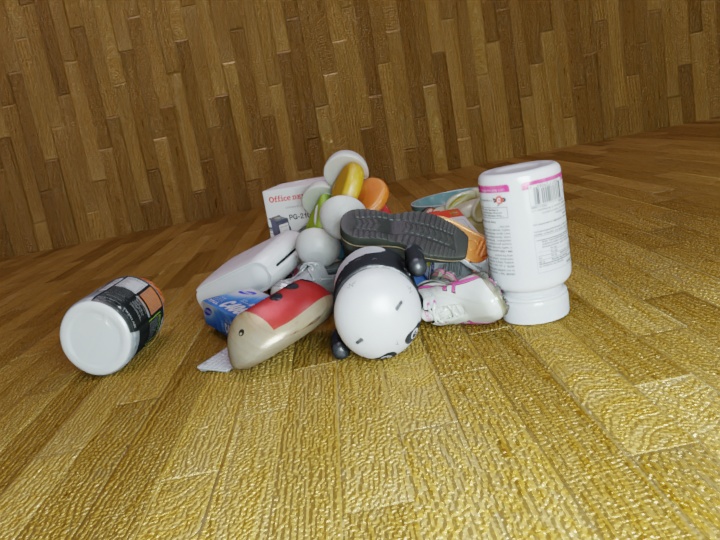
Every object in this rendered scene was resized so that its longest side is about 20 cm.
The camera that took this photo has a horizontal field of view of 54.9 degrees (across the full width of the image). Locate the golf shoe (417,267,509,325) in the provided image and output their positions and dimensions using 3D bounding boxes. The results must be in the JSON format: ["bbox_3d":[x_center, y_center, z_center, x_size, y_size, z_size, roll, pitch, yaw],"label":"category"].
[{"bbox_3d":[0.133,0.051,0.973,0.091,0.074,0.199,-36,14,-18],"label":"golf shoe"}]

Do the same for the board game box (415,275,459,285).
[{"bbox_3d":[0.092,0.027,1.163,0.196,0.040,0.156,-19,25,-33],"label":"board game box"}]

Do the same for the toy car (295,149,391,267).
[{"bbox_3d":[-0.023,-0.096,1.239,0.200,0.147,0.178,-46,30,40],"label":"toy car"}]

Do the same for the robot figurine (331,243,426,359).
[{"bbox_3d":[0.023,0.041,0.954,0.121,0.155,0.200,3,16,-2],"label":"robot figurine"}]

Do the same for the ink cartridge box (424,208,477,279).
[{"bbox_3d":[0.132,-0.062,1.182,0.106,0.051,0.202,-10,39,-16],"label":"ink cartridge box"}]

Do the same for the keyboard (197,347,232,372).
[{"bbox_3d":[-0.172,0.114,1.072,0.055,0.011,0.199,-5,14,26],"label":"keyboard"}]

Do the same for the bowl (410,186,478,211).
[{"bbox_3d":[0.212,-0.111,1.514,0.195,0.108,0.201,-10,11,2],"label":"bowl"}]

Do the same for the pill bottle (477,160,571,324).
[{"bbox_3d":[0.227,-0.038,0.945,0.110,0.206,0.114,-9,12,2],"label":"pill bottle"}]

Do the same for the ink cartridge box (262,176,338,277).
[{"bbox_3d":[-0.109,-0.080,1.430,0.141,0.206,0.084,-4,13,27],"label":"ink cartridge box"}]

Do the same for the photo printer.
[{"bbox_3d":[-0.201,-0.002,1.330,0.197,0.071,0.167,-23,15,31],"label":"photo printer"}]

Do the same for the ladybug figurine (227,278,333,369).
[{"bbox_3d":[-0.116,0.069,0.998,0.134,0.073,0.199,-28,3,44],"label":"ladybug figurine"}]

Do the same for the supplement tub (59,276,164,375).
[{"bbox_3d":[-0.400,0.082,1.149,0.119,0.126,0.200,-10,11,4],"label":"supplement tub"}]

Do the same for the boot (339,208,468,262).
[{"bbox_3d":[0.064,-0.022,1.086,0.194,0.140,0.079,13,54,7],"label":"boot"}]

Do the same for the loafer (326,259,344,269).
[{"bbox_3d":[0.000,0.000,1.290,0.194,0.072,0.070,-12,20,-1],"label":"loafer"}]

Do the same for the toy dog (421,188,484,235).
[{"bbox_3d":[0.192,-0.068,1.337,0.195,0.140,0.199,-49,23,-10],"label":"toy dog"}]

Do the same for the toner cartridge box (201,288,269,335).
[{"bbox_3d":[-0.189,0.072,1.145,0.093,0.045,0.199,-14,12,-27],"label":"toner cartridge box"}]

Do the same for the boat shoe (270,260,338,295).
[{"bbox_3d":[-0.078,0.019,1.156,0.071,0.071,0.198,10,3,34],"label":"boat shoe"}]

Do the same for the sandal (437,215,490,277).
[{"bbox_3d":[0.195,-0.034,1.070,0.202,0.060,0.080,25,60,2],"label":"sandal"}]

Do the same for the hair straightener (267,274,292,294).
[{"bbox_3d":[-0.144,0.037,1.349,0.075,0.042,0.199,-14,8,-17],"label":"hair straightener"}]
